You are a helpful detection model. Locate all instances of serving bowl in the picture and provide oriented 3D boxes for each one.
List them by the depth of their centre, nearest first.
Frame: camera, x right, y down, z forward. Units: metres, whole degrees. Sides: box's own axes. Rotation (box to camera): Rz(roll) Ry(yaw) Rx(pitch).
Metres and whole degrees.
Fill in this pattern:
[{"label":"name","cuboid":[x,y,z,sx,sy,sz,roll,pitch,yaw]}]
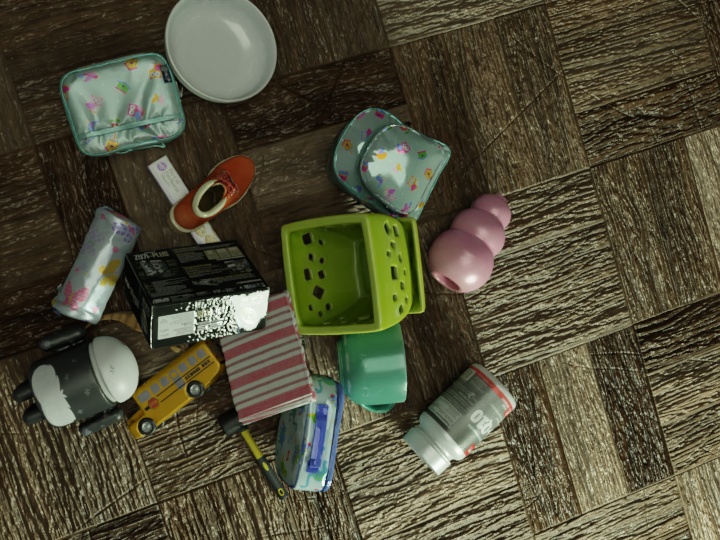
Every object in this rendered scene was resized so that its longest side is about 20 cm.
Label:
[{"label":"serving bowl","cuboid":[-0.251,-0.385,1.460,0.200,0.066,0.201,3,84,-28]}]

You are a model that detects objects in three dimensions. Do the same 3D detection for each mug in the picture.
[{"label":"mug","cuboid":[0.017,0.182,1.508,0.114,0.152,0.186,-4,95,-5]}]

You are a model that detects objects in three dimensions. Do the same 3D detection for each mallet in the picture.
[{"label":"mallet","cuboid":[-0.180,0.330,1.530,0.066,0.041,0.200,-38,104,-11]}]

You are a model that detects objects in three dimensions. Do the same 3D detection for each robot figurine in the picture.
[{"label":"robot figurine","cuboid":[-0.476,0.188,1.408,0.200,0.125,0.150,-22,138,-6]}]

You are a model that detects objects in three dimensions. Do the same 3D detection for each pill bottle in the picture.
[{"label":"pill bottle","cuboid":[0.185,0.282,1.569,0.200,0.114,0.114,-43,100,-8]}]

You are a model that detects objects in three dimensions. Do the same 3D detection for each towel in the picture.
[{"label":"towel","cuboid":[-0.164,0.150,1.434,0.146,0.030,0.200,-21,71,14]}]

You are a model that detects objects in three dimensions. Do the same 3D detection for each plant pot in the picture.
[{"label":"plant pot","cuboid":[0.000,0.000,1.463,0.181,0.200,0.200,-10,94,-51]}]

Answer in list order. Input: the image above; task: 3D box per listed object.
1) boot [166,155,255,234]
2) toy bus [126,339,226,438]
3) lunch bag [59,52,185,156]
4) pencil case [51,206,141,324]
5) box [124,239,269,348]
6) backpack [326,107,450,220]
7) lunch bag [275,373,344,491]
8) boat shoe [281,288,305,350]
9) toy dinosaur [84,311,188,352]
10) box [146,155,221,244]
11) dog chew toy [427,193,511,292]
[{"label":"boot","cuboid":[-0.237,-0.142,1.442,0.075,0.107,0.200,49,55,-13]},{"label":"toy bus","cuboid":[-0.326,0.208,1.460,0.200,0.065,0.078,-38,88,3]},{"label":"lunch bag","cuboid":[-0.401,-0.280,1.433,0.199,0.077,0.161,-16,95,-12]},{"label":"pencil case","cuboid":[-0.453,-0.008,1.430,0.083,0.091,0.200,29,85,-52]},{"label":"box","cuboid":[-0.275,0.035,1.392,0.200,0.164,0.086,-10,127,-28]},{"label":"backpack","cuboid":[0.044,-0.194,1.505,0.200,0.153,0.176,29,90,-5]},{"label":"lunch bag","cuboid":[-0.090,0.285,1.478,0.082,0.161,0.201,9,85,-19]},{"label":"boat shoe","cuboid":[-0.130,0.134,1.496,0.071,0.072,0.201,9,78,17]},{"label":"toy dinosaur","cuboid":[-0.388,0.082,1.449,0.199,0.060,0.106,15,54,14]},{"label":"box","cuboid":[-0.308,-0.108,1.480,0.041,0.039,0.200,-33,99,-12]},{"label":"dog chew toy","cuboid":[0.214,-0.059,1.566,0.124,0.125,0.200,37,75,-12]}]
